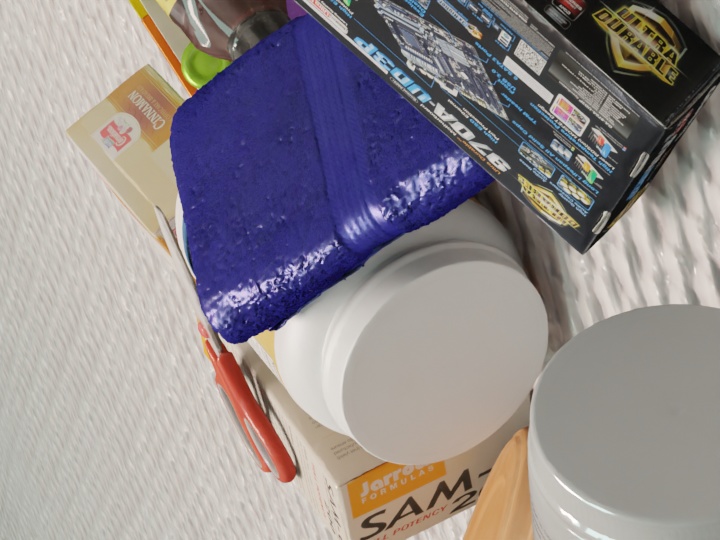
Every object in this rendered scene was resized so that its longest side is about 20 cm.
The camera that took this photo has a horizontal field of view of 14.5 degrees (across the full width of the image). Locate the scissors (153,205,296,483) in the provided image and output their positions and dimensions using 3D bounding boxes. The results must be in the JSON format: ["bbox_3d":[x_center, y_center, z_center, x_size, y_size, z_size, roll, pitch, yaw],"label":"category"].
[{"bbox_3d":[-0.085,0.039,1.591,0.200,0.014,0.073,64,170,-25],"label":"scissors"}]

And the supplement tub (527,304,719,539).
[{"bbox_3d":[0.143,0.128,1.264,0.132,0.132,0.200,52,160,41],"label":"supplement tub"}]

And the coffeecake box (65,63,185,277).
[{"bbox_3d":[-0.082,-0.014,1.790,0.200,0.073,0.154,53,176,-38],"label":"coffeecake box"}]

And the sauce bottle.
[{"bbox_3d":[-0.081,-0.161,1.565,0.200,0.066,0.066,48,157,39],"label":"sauce bottle"}]

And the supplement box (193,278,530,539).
[{"bbox_3d":[-0.001,0.060,1.642,0.200,0.126,0.074,53,161,42],"label":"supplement box"}]

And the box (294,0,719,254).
[{"bbox_3d":[0.055,-0.111,1.241,0.200,0.046,0.159,42,160,7],"label":"box"}]

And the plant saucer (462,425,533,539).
[{"bbox_3d":[0.070,0.168,1.501,0.200,0.032,0.201,-160,90,-87],"label":"plant saucer"}]

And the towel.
[{"bbox_3d":[-0.007,-0.065,1.404,0.200,0.049,0.148,-33,55,32],"label":"towel"}]

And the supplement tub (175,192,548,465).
[{"bbox_3d":[0.000,0.000,1.519,0.200,0.144,0.145,47,155,49],"label":"supplement tub"}]

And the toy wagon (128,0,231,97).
[{"bbox_3d":[-0.086,-0.124,1.713,0.200,0.039,0.155,57,-174,7],"label":"toy wagon"}]

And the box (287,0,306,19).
[{"bbox_3d":[-0.069,-0.219,1.621,0.137,0.039,0.200,59,163,24],"label":"box"}]
